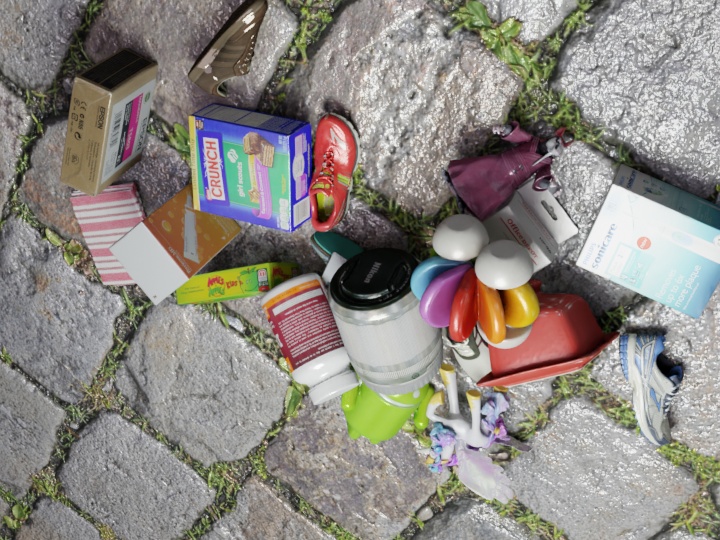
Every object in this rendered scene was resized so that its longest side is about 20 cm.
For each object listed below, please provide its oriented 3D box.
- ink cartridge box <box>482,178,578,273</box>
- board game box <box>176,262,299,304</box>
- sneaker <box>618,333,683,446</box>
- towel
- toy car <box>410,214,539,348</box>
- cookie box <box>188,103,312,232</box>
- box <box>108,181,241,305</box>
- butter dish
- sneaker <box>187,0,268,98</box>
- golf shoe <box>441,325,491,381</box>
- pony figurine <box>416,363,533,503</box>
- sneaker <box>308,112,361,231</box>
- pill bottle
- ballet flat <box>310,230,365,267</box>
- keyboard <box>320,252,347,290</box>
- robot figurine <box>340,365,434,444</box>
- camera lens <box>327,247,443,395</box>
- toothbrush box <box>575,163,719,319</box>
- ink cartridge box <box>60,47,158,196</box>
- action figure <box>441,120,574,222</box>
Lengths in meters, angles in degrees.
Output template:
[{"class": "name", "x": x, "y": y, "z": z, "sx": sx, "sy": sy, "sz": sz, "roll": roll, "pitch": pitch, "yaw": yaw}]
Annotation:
[{"class": "ink cartridge box", "x": 0.228, "y": -0.042, "z": 1.649, "sx": 0.199, "sy": 0.068, "sz": 0.116, "roll": -35, "pitch": 99, "yaw": 33}, {"class": "board game box", "x": -0.216, "y": 0.023, "z": 1.850, "sx": 0.198, "sy": 0.101, "sz": 0.048, "roll": -9, "pitch": 85, "yaw": 27}, {"class": "sneaker", "x": 0.472, "y": 0.190, "z": 1.664, "sx": 0.084, "sy": 0.077, "sz": 0.202, "roll": -13, "pitch": 111, "yaw": 24}, {"class": "towel", "x": -0.448, "y": -0.066, "z": 1.955, "sx": 0.145, "sy": 0.030, "sz": 0.202, "roll": -3, "pitch": 117, "yaw": 25}, {"class": "toy car", "x": 0.155, "y": 0.033, "z": 1.525, "sx": 0.200, "sy": 0.149, "sz": 0.176, "roll": 35, "pitch": 147, "yaw": 38}, {"class": "cookie box", "x": -0.182, "y": -0.171, "z": 1.738, "sx": 0.198, "sy": 0.075, "sz": 0.173, "roll": 14, "pitch": 119, "yaw": 26}, {"class": "box", "x": -0.313, "y": -0.054, "z": 1.797, "sx": 0.097, "sy": 0.200, "sz": 0.125, "roll": -33, "pitch": 101, "yaw": 33}, {"class": "butter dish", "x": 0.280, "y": 0.086, "z": 1.639, "sx": 0.199, "sy": 0.199, "sz": 0.149, "roll": -17, "pitch": 91, "yaw": 30}, {"class": "sneaker", "x": -0.195, "y": -0.358, "z": 1.679, "sx": 0.075, "sy": 0.071, "sz": 0.200, "roll": 35, "pitch": 130, "yaw": -21}, {"class": "golf shoe", "x": 0.169, "y": 0.114, "z": 1.747, "sx": 0.077, "sy": 0.088, "sz": 0.201, "roll": -16, "pitch": 110, "yaw": 27}, {"class": "pony figurine", "x": 0.192, "y": 0.277, "z": 1.778, "sx": 0.191, "sy": 0.167, "sz": 0.202, "roll": 17, "pitch": 122, "yaw": 18}, {"class": "sneaker", "x": -0.047, "y": -0.154, "z": 1.699, "sx": 0.076, "sy": 0.085, "sz": 0.202, "roll": 11, "pitch": 120, "yaw": 16}, {"class": "pill bottle", "x": -0.081, "y": 0.116, "z": 1.757, "sx": 0.113, "sy": 0.113, "sz": 0.202, "roll": -32, "pitch": 78, "yaw": 33}, {"class": "ballet flat", "x": 0.000, "y": 0.000, "z": 1.772, "sx": 0.199, "sy": 0.074, "sz": 0.075, "roll": 25, "pitch": 123, "yaw": 11}, {"class": "keyboard", "x": -0.045, "y": 0.030, "z": 1.791, "sx": 0.056, "sy": 0.011, "sz": 0.200, "roll": 38, "pitch": 150, "yaw": 5}, {"class": "robot figurine", "x": 0.044, "y": 0.217, "z": 1.835, "sx": 0.174, "sy": 0.116, "sz": 0.201, "roll": 18, "pitch": 129, "yaw": -21}, {"class": "camera lens", "x": 0.043, "y": 0.078, "z": 1.669, "sx": 0.158, "sy": 0.161, "sz": 0.201, "roll": 0, "pitch": 131, "yaw": 23}, {"class": "toothbrush box", "x": 0.441, "y": -0.044, "z": 1.548, "sx": 0.199, "sy": 0.085, "sz": 0.147, "roll": 26, "pitch": 123, "yaw": 10}, {"class": "ink cartridge box", "x": -0.421, "y": -0.250, "z": 1.761, "sx": 0.075, "sy": 0.165, "sz": 0.201, "roll": 23, "pitch": 123, "yaw": 7}, {"class": "action figure", "x": 0.231, "y": -0.147, "z": 1.577, "sx": 0.199, "sy": 0.149, "sz": 0.135, "roll": -26, "pitch": 83, "yaw": 5}]
